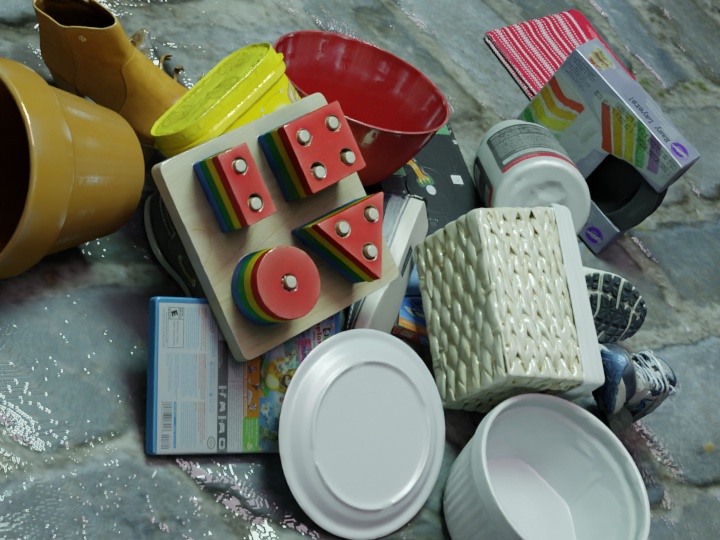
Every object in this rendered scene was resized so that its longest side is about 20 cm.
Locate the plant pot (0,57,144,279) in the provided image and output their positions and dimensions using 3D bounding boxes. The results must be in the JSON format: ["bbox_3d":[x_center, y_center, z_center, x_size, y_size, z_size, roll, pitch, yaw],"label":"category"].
[{"bbox_3d":[-0.304,-0.091,1.473,0.183,0.200,0.200,-3,56,-56],"label":"plant pot"}]

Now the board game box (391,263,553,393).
[{"bbox_3d":[0.126,0.060,1.766,0.200,0.019,0.103,23,44,-19],"label":"board game box"}]

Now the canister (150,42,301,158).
[{"bbox_3d":[-0.094,-0.101,1.600,0.149,0.087,0.200,-47,117,-26],"label":"canister"}]

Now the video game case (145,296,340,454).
[{"bbox_3d":[-0.107,0.099,1.516,0.200,0.018,0.143,3,86,-34],"label":"video game case"}]

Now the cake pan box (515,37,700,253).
[{"bbox_3d":[0.283,-0.143,1.925,0.052,0.184,0.200,-31,77,-42],"label":"cake pan box"}]

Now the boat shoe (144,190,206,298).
[{"bbox_3d":[-0.150,-0.006,1.591,0.072,0.060,0.202,-9,62,-40],"label":"boat shoe"}]

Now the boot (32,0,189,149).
[{"bbox_3d":[-0.229,-0.196,1.594,0.201,0.144,0.071,21,63,10],"label":"boot"}]

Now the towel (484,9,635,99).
[{"bbox_3d":[0.268,-0.280,2.146,0.200,0.022,0.145,-21,69,-44],"label":"towel"}]

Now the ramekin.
[{"bbox_3d":[0.176,0.233,1.596,0.200,0.105,0.200,20,46,-22],"label":"ramekin"}]

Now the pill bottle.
[{"bbox_3d":[0.189,-0.105,1.842,0.111,0.111,0.200,27,18,-15],"label":"pill bottle"}]

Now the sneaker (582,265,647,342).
[{"bbox_3d":[0.234,0.014,1.835,0.200,0.078,0.086,23,15,-17],"label":"sneaker"}]

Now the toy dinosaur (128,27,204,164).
[{"bbox_3d":[-0.212,-0.162,1.693,0.106,0.060,0.200,-5,58,0],"label":"toy dinosaur"}]

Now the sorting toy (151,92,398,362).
[{"bbox_3d":[-0.062,-0.047,1.508,0.200,0.070,0.199,-29,99,-34],"label":"sorting toy"}]

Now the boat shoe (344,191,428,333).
[{"bbox_3d":[0.000,0.000,1.700,0.093,0.075,0.200,12,56,17],"label":"boat shoe"}]

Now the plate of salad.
[{"bbox_3d":[-0.001,0.156,1.545,0.200,0.048,0.200,3,85,-37],"label":"plate of salad"}]

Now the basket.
[{"bbox_3d":[0.148,0.042,1.663,0.123,0.136,0.200,3,69,-35],"label":"basket"}]

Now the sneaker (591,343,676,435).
[{"bbox_3d":[0.288,0.111,1.708,0.085,0.200,0.077,-23,71,2],"label":"sneaker"}]

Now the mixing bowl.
[{"bbox_3d":[-0.017,-0.160,1.728,0.200,0.108,0.200,18,30,-11],"label":"mixing bowl"}]

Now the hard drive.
[{"bbox_3d":[0.062,-0.107,1.844,0.140,0.038,0.200,1,56,-35],"label":"hard drive"}]
